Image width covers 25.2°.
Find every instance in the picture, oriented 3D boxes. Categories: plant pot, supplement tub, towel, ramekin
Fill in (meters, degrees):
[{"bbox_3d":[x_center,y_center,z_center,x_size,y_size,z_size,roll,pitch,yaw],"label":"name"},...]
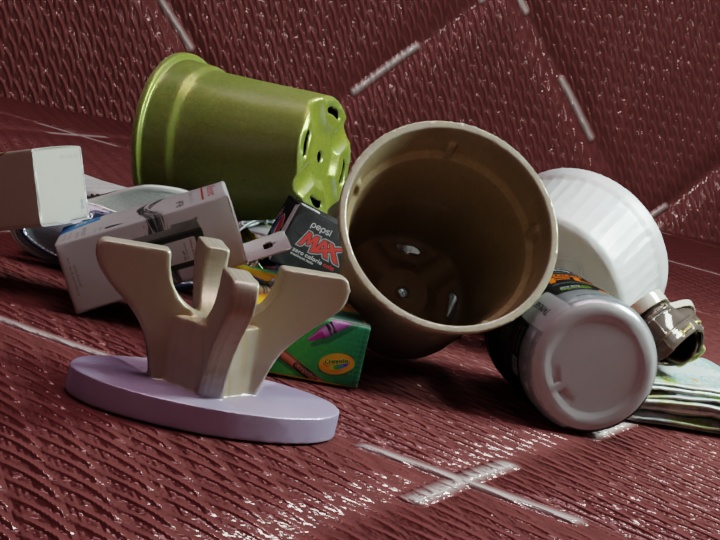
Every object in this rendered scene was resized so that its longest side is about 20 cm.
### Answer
[{"bbox_3d":[0.058,-0.009,1.483,0.200,0.201,0.184,12,-23,-9],"label":"plant pot"},{"bbox_3d":[0.185,0.066,1.480,0.122,0.123,0.200,11,8,-12],"label":"supplement tub"},{"bbox_3d":[0.301,0.114,1.607,0.170,0.048,0.200,12,8,-16],"label":"towel"},{"bbox_3d":[-0.118,-0.130,1.735,0.183,0.201,0.200,6,4,24],"label":"plant pot"},{"bbox_3d":[0.219,0.001,1.728,0.200,0.201,0.098,17,35,27],"label":"ramekin"}]

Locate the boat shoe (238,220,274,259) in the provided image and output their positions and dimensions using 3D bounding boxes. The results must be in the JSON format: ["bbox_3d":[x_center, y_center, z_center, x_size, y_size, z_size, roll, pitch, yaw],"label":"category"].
[{"bbox_3d":[-0.117,-0.051,2.010,0.074,0.065,0.202,14,8,6],"label":"boat shoe"}]

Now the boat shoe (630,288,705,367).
[{"bbox_3d":[0.304,0.065,1.576,0.060,0.072,0.200,54,11,19],"label":"boat shoe"}]

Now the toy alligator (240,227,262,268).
[{"bbox_3d":[-0.121,0.000,1.715,0.054,0.059,0.200,53,-4,-17],"label":"toy alligator"}]

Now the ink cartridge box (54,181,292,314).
[{"bbox_3d":[-0.169,-0.029,1.460,0.199,0.068,0.116,-16,11,-4],"label":"ink cartridge box"}]

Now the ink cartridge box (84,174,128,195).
[{"bbox_3d":[-0.374,-0.095,1.975,0.176,0.045,0.200,18,9,24],"label":"ink cartridge box"}]

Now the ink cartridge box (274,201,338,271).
[{"bbox_3d":[-0.017,-0.024,1.808,0.068,0.116,0.200,7,10,-29],"label":"ink cartridge box"}]

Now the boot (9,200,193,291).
[{"bbox_3d":[-0.249,-0.027,1.595,0.199,0.073,0.090,12,2,-10],"label":"boot"}]

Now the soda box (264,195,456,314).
[{"bbox_3d":[0.000,0.000,1.659,0.199,0.071,0.063,27,3,-16],"label":"soda box"}]

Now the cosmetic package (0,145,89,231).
[{"bbox_3d":[-0.366,-0.069,1.493,0.199,0.073,0.104,-6,4,15],"label":"cosmetic package"}]

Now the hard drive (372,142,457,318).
[{"bbox_3d":[0.063,-0.040,1.793,0.038,0.140,0.200,-10,36,-28],"label":"hard drive"}]

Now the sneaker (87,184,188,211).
[{"bbox_3d":[-0.252,-0.057,1.689,0.199,0.071,0.099,-7,11,-3],"label":"sneaker"}]

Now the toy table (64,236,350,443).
[{"bbox_3d":[-0.105,0.047,1.167,0.199,0.118,0.184,8,9,-26],"label":"toy table"}]

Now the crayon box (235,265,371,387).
[{"bbox_3d":[-0.073,0.044,1.441,0.118,0.059,0.200,11,8,-15],"label":"crayon box"}]
